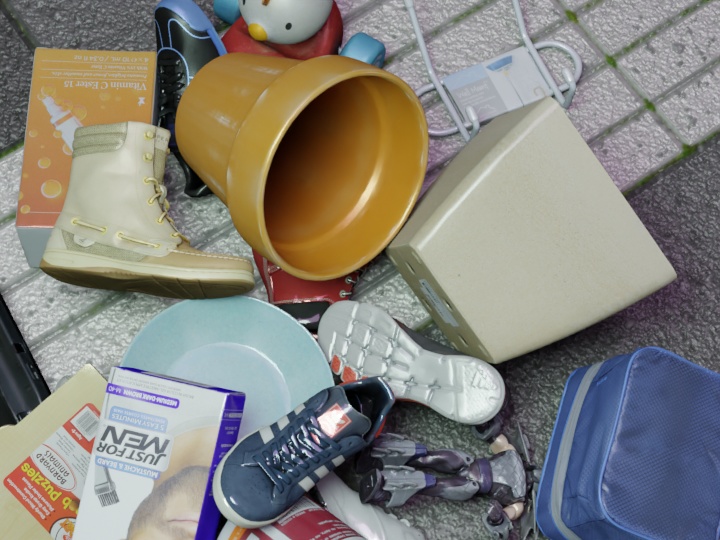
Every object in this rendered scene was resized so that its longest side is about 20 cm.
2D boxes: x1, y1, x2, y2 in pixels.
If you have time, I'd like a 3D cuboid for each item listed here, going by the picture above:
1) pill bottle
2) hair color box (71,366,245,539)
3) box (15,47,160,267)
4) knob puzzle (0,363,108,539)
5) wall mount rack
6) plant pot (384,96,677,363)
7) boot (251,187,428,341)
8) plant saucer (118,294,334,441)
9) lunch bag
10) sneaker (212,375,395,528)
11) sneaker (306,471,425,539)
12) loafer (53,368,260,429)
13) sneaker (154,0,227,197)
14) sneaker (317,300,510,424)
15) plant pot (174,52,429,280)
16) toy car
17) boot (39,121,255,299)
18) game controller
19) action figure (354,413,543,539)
[{"bbox_3d":[-0.024,0.275,1.307,0.200,0.113,0.113,30,66,37],"label":"pill bottle"},{"bbox_3d":[-0.176,0.190,1.321,0.109,0.065,0.200,11,88,13],"label":"hair color box"},{"bbox_3d":[-0.265,-0.110,1.535,0.124,0.098,0.200,1,67,-2],"label":"box"},{"bbox_3d":[-0.261,0.215,1.411,0.219,0.030,0.220,0,91,-6],"label":"knob puzzle"},{"bbox_3d":[0.132,-0.229,1.617,0.200,0.075,0.174,-22,69,-12],"label":"wall mount rack"},{"bbox_3d":[0.138,-0.020,1.442,0.177,0.200,0.200,-37,96,-8],"label":"plant pot"},{"bbox_3d":[0.000,0.000,1.521,0.200,0.072,0.145,-13,75,-8],"label":"boot"},{"bbox_3d":[-0.123,0.121,1.411,0.201,0.039,0.201,3,69,-8],"label":"plant saucer"},{"bbox_3d":[0.248,0.181,1.412,0.136,0.132,0.200,26,67,-16],"label":"lunch bag"},{"bbox_3d":[-0.043,0.144,1.314,0.075,0.085,0.200,51,43,2],"label":"sneaker"},{"bbox_3d":[0.008,0.251,1.416,0.087,0.075,0.200,-24,68,-35],"label":"sneaker"},{"bbox_3d":[-0.187,0.117,1.460,0.200,0.070,0.070,7,59,-6],"label":"loafer"},{"bbox_3d":[-0.168,-0.168,1.522,0.070,0.200,0.078,3,32,45],"label":"sneaker"},{"bbox_3d":[0.051,0.093,1.446,0.200,0.082,0.077,27,93,24],"label":"sneaker"},{"bbox_3d":[-0.070,-0.117,1.437,0.200,0.200,0.183,-43,46,-18],"label":"plant pot"},{"bbox_3d":[-0.086,-0.246,1.547,0.184,0.200,0.177,31,69,11],"label":"toy car"},{"bbox_3d":[-0.184,-0.057,1.418,0.200,0.073,0.156,5,72,13],"label":"boot"},{"bbox_3d":[-0.361,0.089,1.463,0.104,0.042,0.200,-40,68,22],"label":"game controller"},{"bbox_3d":[0.097,0.189,1.426,0.200,0.069,0.130,4,47,-16],"label":"action figure"}]
